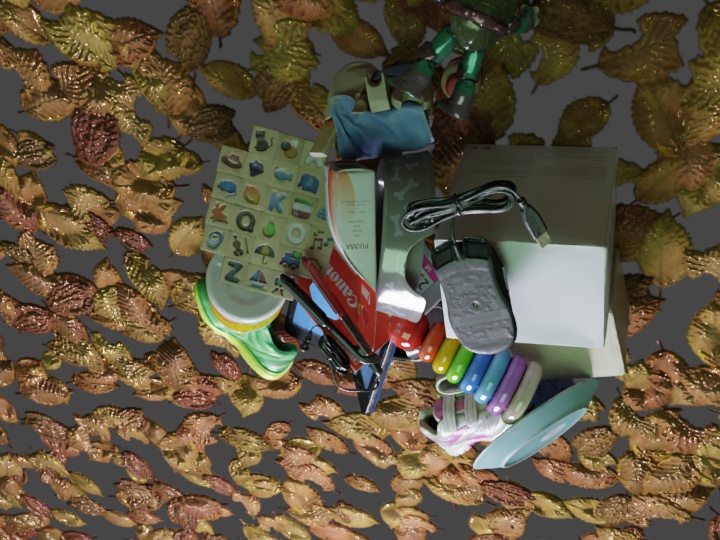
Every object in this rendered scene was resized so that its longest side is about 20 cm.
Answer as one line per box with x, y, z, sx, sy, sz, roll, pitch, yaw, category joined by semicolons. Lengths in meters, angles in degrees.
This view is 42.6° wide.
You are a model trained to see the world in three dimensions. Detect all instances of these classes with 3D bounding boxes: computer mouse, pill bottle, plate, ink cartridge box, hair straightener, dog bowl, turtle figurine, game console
0.141;-0.008;0.974;0.139;0.046;0.202;-16;116;25;computer mouse
-0.158;0.026;1.279;0.110;0.112;0.200;26;168;-3;pill bottle
0.234;0.208;1.200;0.026;0.198;0.201;55;136;23;plate
0.000;0.000;1.197;0.201;0.173;0.043;50;164;-9;ink cartridge box
-0.041;0.081;1.176;0.076;0.041;0.201;-35;109;6;hair straightener
-0.015;-0.023;1.083;0.049;0.162;0.204;1;99;-8;ink cartridge box
0.045;-0.042;1.093;0.058;0.202;0.202;4;132;-4;dog bowl
0.114;-0.267;0.964;0.148;0.101;0.202;25;104;-6;turtle figurine
-0.031;0.086;1.334;0.116;0.172;0.202;0;135;-16;game console

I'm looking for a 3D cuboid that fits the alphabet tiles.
-0.108;-0.071;1.159;0.164;0.006;0.203;14;100;-3;alphabet tiles

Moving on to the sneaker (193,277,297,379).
-0.174;0.076;1.415;0.083;0.074;0.200;-40;106;14;sneaker

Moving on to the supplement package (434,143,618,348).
0.202;-0.034;1.090;0.188;0.201;0.149;3;130;17;supplement package

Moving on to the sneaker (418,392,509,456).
0.157;0.215;1.373;0.087;0.082;0.200;22;139;-25;sneaker

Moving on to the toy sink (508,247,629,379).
0.240;0.056;1.199;0.197;0.131;0.113;-6;127;25;toy sink

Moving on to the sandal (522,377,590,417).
0.254;0.155;1.276;0.080;0.198;0.088;52;121;31;sandal

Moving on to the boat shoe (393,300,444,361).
0.081;0.093;1.279;0.064;0.074;0.200;-10;164;-23;boat shoe

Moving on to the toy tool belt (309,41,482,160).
0.041;-0.182;1.076;0.197;0.124;0.126;-9;125;25;toy tool belt

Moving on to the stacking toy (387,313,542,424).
0.123;0.108;1.152;0.198;0.086;0.086;29;133;5;stacking toy

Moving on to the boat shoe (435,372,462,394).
0.194;0.132;1.323;0.198;0.062;0.072;-26;117;34;boat shoe
